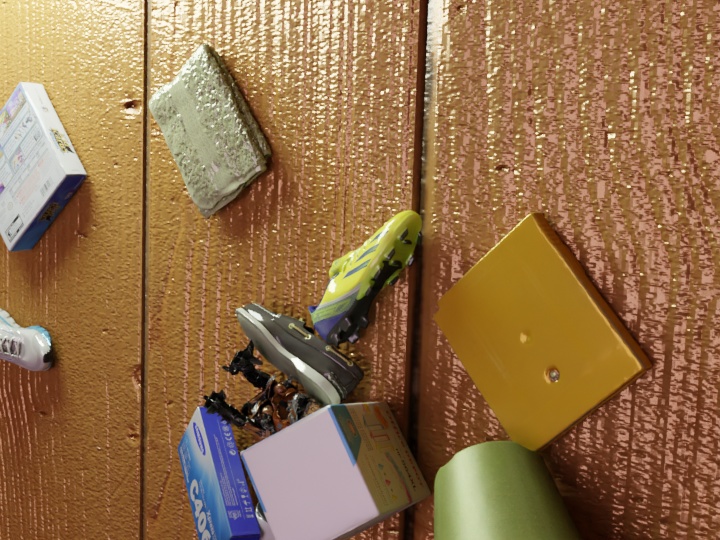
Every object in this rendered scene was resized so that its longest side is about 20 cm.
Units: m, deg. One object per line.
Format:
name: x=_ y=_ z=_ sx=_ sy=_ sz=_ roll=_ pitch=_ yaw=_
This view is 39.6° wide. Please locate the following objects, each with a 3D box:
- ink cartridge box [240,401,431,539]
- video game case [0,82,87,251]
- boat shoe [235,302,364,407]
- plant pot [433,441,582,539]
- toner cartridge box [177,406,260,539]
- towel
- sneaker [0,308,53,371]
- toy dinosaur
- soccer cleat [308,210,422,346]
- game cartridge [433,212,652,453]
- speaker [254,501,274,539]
ink cartridge box: x=-0.019 y=0.232 z=1.141 sx=0.125 sy=0.200 sz=0.129 roll=-31 pitch=75 yaw=17
video game case: x=-0.529 y=-0.162 z=1.582 sx=0.200 sy=0.045 sz=0.182 roll=-42 pitch=71 yaw=32
boat shoe: x=-0.078 y=0.096 z=1.251 sx=0.201 sy=0.060 sz=0.072 roll=37 pitch=155 yaw=34
plant pot: x=0.146 y=0.282 z=1.002 sx=0.200 sy=0.199 sz=0.191 roll=-49 pitch=29 yaw=30
toner cartridge box: x=-0.188 y=0.286 z=1.308 sx=0.095 sy=0.043 sz=0.201 roll=-60 pitch=39 yaw=35
towel: x=-0.204 y=-0.186 z=1.335 sx=0.148 sy=0.036 sz=0.201 roll=-36 pitch=72 yaw=33
sneaker: x=-0.578 y=0.118 z=1.621 sx=0.199 sy=0.086 sz=0.076 roll=15 pitch=102 yaw=34
toy dinosaur: x=-0.123 y=0.177 z=1.260 sx=0.135 sy=0.102 sz=0.200 roll=37 pitch=132 yaw=-16
soccer cleat: x=-0.001 y=0.000 z=1.178 sx=0.084 sy=0.064 sz=0.201 roll=49 pitch=121 yaw=28
game cartridge: x=0.184 y=0.070 z=1.064 sx=0.176 sy=0.032 sz=0.201 roll=-45 pitch=65 yaw=31
speaker: x=-0.119 y=0.398 z=1.293 sx=0.081 sy=0.081 sz=0.201 roll=25 pitch=109 yaw=33
